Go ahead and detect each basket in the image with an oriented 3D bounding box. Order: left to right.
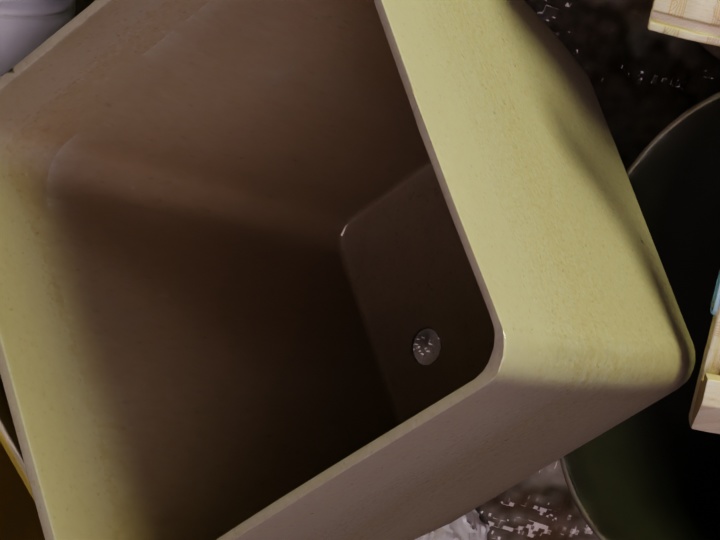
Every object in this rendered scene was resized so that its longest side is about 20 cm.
[{"bbox_3d":[0.190,0.038,0.968,0.200,0.136,0.181,16,95,-47],"label":"basket"}]

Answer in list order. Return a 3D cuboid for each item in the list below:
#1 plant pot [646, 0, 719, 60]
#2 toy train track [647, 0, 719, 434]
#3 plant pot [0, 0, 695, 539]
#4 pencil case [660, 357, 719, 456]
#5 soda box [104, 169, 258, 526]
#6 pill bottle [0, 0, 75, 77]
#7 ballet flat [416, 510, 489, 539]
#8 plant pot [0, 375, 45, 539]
[{"bbox_3d":[0.180,-0.136,0.928,0.187,0.187,0.200,-34,122,13],"label":"plant pot"},{"bbox_3d":[0.144,-0.035,0.831,0.114,0.033,0.201,11,109,-4],"label":"toy train track"},{"bbox_3d":[0.000,0.000,0.888,0.200,0.201,0.177,-34,153,31],"label":"plant pot"},{"bbox_3d":[0.136,0.099,1.060,0.091,0.094,0.200,-41,113,-25],"label":"pencil case"},{"bbox_3d":[-0.092,0.036,0.979,0.064,0.068,0.201,-23,71,3],"label":"soda box"},{"bbox_3d":[-0.128,-0.178,0.928,0.111,0.111,0.201,14,112,-7],"label":"pill bottle"},{"bbox_3d":[-0.031,0.086,1.065,0.200,0.072,0.072,36,108,-15],"label":"ballet flat"},{"bbox_3d":[-0.215,0.062,0.992,0.199,0.177,0.201,-23,111,10],"label":"plant pot"}]
